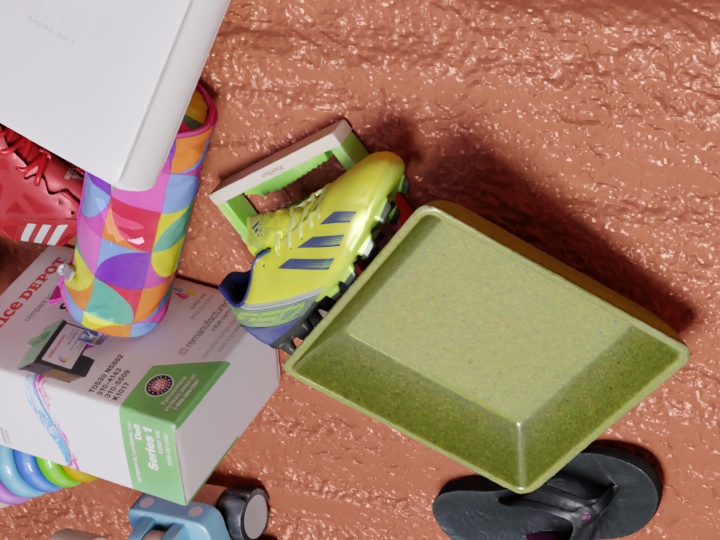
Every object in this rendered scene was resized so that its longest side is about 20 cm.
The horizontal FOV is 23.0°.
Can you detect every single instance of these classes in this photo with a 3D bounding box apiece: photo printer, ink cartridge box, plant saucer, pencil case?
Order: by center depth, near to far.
[{"bbox_3d":[-0.163,-0.173,1.091,0.166,0.069,0.200,30,107,15],"label":"photo printer"},{"bbox_3d":[0.081,0.043,1.154,0.199,0.048,0.200,28,136,-13],"label":"plant saucer"},{"bbox_3d":[-0.158,-0.042,1.222,0.088,0.088,0.200,28,127,9],"label":"pencil case"},{"bbox_3d":[-0.181,0.072,1.304,0.199,0.145,0.084,15,132,22],"label":"ink cartridge box"}]

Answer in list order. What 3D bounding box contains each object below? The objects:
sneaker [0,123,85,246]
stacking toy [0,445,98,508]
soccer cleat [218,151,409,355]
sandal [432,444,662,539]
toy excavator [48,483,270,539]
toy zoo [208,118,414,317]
[{"bbox_3d":[-0.240,-0.096,1.266,0.115,0.078,0.200,13,144,12],"label":"sneaker"},{"bbox_3d":[-0.239,0.145,1.464,0.200,0.085,0.086,-12,119,31],"label":"stacking toy"},{"bbox_3d":[-0.036,-0.018,1.163,0.084,0.065,0.200,39,137,1],"label":"soccer cleat"},{"bbox_3d":[0.131,0.176,1.264,0.200,0.048,0.075,-21,113,43],"label":"sandal"},{"bbox_3d":[-0.160,0.237,1.392,0.100,0.200,0.195,6,129,28],"label":"toy excavator"},{"bbox_3d":[0.000,0.000,1.218,0.131,0.020,0.200,-23,112,43],"label":"toy zoo"}]
